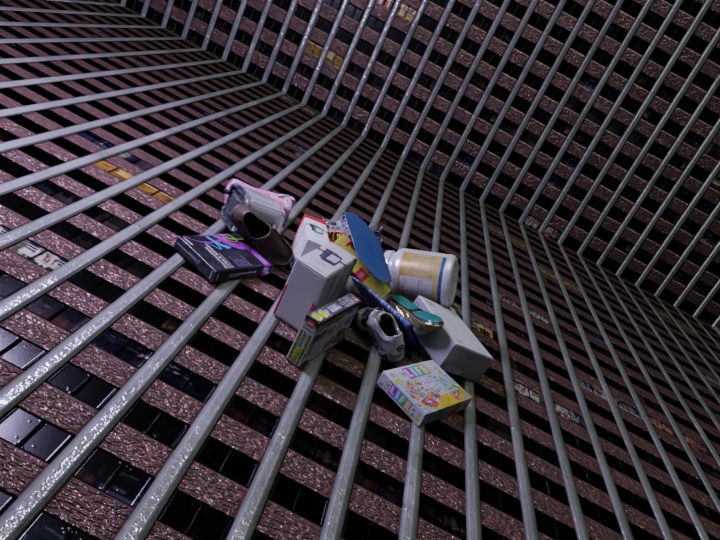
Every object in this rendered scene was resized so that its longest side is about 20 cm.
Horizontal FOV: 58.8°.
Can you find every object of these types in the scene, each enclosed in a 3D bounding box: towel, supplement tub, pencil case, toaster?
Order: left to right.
[{"bbox_3d":[-0.284,-0.151,1.689,0.127,0.116,0.200,18,14,-34],"label":"toaster"},{"bbox_3d":[-0.288,-0.200,1.830,0.197,0.089,0.088,13,25,-32],"label":"pencil case"},{"bbox_3d":[0.060,0.105,1.569,0.199,0.024,0.145,39,-12,27],"label":"towel"},{"bbox_3d":[0.160,0.019,1.745,0.195,0.148,0.144,8,16,18],"label":"supplement tub"}]

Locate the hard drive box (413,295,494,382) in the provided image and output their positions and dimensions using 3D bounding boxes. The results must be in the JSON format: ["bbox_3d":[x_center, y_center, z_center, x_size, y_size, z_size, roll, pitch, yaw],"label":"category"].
[{"bbox_3d":[0.220,0.170,1.611,0.154,0.077,0.201,24,19,-36],"label":"hard drive box"}]

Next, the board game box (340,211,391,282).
[{"bbox_3d":[0.006,-0.048,1.589,0.157,0.039,0.203,34,31,-48],"label":"board game box"}]

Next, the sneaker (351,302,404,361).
[{"bbox_3d":[0.039,0.116,1.506,0.073,0.090,0.199,-26,50,-31],"label":"sneaker"}]

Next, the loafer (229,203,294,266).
[{"bbox_3d":[-0.238,-0.078,1.569,0.199,0.074,0.071,42,-10,-26],"label":"loafer"}]

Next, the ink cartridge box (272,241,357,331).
[{"bbox_3d":[-0.099,0.033,1.461,0.083,0.147,0.200,31,21,10],"label":"ink cartridge box"}]

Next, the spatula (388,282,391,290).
[{"bbox_3d":[0.085,0.057,1.685,0.202,0.020,0.056,57,-11,-27],"label":"spatula"}]

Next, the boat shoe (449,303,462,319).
[{"bbox_3d":[0.211,0.088,1.829,0.060,0.076,0.201,2,42,-53],"label":"boat shoe"}]

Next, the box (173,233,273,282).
[{"bbox_3d":[-0.316,-0.033,1.493,0.142,0.037,0.199,38,24,23],"label":"box"}]

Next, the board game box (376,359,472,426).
[{"bbox_3d":[0.143,0.263,1.400,0.134,0.035,0.198,41,25,30],"label":"board game box"}]

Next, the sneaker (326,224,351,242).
[{"bbox_3d":[-0.080,-0.093,1.808,0.197,0.080,0.076,7,4,39],"label":"sneaker"}]

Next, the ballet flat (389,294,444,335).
[{"bbox_3d":[0.135,0.121,1.569,0.070,0.072,0.199,11,11,-35],"label":"ballet flat"}]

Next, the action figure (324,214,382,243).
[{"bbox_3d":[-0.028,-0.126,2.010,0.196,0.070,0.131,17,33,-17],"label":"action figure"}]

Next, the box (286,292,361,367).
[{"bbox_3d":[-0.073,0.121,1.347,0.034,0.112,0.199,33,21,16],"label":"box"}]

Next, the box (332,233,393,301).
[{"bbox_3d":[0.000,0.000,1.650,0.201,0.050,0.075,52,-10,-5],"label":"box"}]

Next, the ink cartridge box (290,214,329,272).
[{"bbox_3d":[-0.136,-0.063,1.669,0.066,0.118,0.201,19,22,-18],"label":"ink cartridge box"}]
